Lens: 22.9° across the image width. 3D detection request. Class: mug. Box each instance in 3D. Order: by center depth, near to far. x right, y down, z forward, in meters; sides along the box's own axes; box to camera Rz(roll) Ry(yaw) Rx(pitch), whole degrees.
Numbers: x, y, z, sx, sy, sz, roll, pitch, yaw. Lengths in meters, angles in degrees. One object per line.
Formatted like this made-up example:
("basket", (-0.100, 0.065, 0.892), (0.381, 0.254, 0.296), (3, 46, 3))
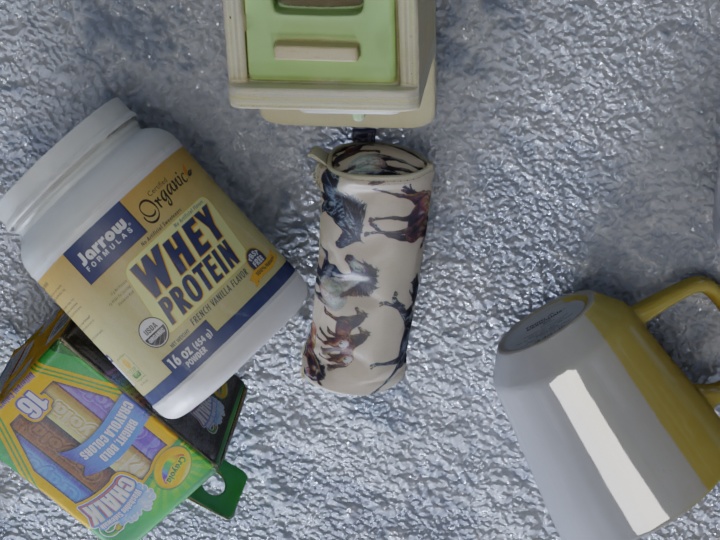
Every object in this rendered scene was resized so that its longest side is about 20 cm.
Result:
("mug", (0.185, 0.090, 1.316), (0.149, 0.186, 0.154), (-17, 110, 53))

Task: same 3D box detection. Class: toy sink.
("toy sink", (-0.019, -0.169, 1.177), (0.130, 0.112, 0.201), (3, 119, 7))

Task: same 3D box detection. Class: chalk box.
("chalk box", (-0.175, 0.121, 1.372), (0.200, 0.125, 0.124), (43, 116, -13))

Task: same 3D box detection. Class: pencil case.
("pencil case", (0.000, 0.000, 1.306), (0.089, 0.078, 0.201), (15, 120, 14))

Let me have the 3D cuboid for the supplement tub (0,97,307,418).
("supplement tub", (-0.152, -0.010, 1.275), (0.144, 0.144, 0.200), (-41, 95, 25))

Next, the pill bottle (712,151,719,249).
("pill bottle", (0.347, -0.056, 1.205), (0.199, 0.113, 0.113), (7, 119, 4))
